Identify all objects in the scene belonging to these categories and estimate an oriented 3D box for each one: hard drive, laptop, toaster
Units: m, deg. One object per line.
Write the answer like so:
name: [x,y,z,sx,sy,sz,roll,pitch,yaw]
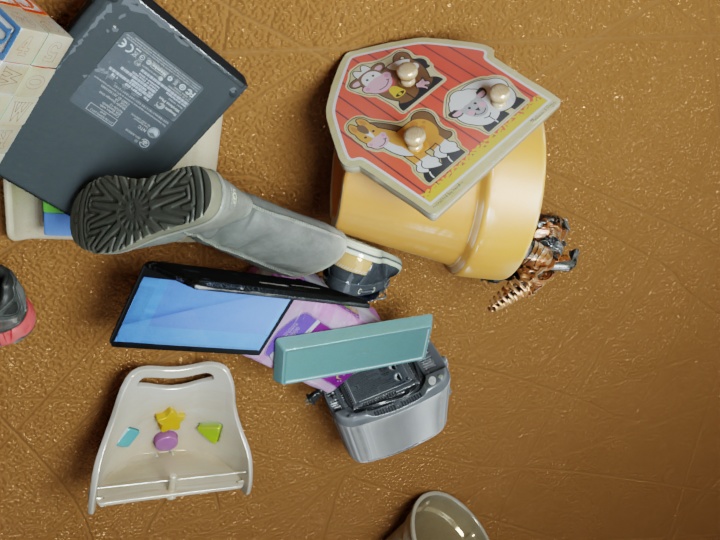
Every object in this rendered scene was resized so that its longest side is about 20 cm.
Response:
hard drive: [-0.216,-0.133,0.644,0.200,0.033,0.140,-43,129,16]
laptop: [-0.124,0.052,0.726,0.177,0.200,0.103,8,94,-35]
toaster: [0.031,0.183,1.028,0.200,0.114,0.129,-22,136,-9]

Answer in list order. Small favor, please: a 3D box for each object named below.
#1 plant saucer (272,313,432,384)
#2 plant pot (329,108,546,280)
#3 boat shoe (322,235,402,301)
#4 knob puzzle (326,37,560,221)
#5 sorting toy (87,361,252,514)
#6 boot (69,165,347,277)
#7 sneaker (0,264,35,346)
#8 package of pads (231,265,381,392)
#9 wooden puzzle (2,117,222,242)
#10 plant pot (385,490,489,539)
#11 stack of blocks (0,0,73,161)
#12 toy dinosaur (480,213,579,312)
plant saucer: [-0.005,0.097,0.900,0.200,0.019,0.070,-8,130,-20]
plant pot: [0.066,-0.096,0.771,0.183,0.200,0.200,5,127,-9]
boat shoe: [0.000,0.000,0.835,0.075,0.200,0.062,21,92,9]
knob puzzle: [0.054,-0.161,0.697,0.220,0.220,0.030,-22,148,-7]
sorting toy: [-0.234,0.193,0.930,0.200,0.107,0.180,0,120,-25]
boot: [-0.135,-0.036,0.694,0.182,0.073,0.200,-2,174,27]
sneaker: [-0.412,0.046,0.703,0.200,0.071,0.098,-20,148,-34]
package of pads: [-0.074,0.066,0.907,0.121,0.076,0.200,-43,132,16]
wooden puzzle: [-0.233,-0.099,0.714,0.200,0.046,0.185,-2,128,-24]
plant pot: [0.105,0.522,1.311,0.200,0.201,0.183,22,128,-37]
stack of blocks: [-0.329,-0.139,0.583,0.200,0.115,0.059,-49,173,19]
toy dinosaur: [0.193,-0.021,0.911,0.200,0.136,0.102,-31,136,-63]
